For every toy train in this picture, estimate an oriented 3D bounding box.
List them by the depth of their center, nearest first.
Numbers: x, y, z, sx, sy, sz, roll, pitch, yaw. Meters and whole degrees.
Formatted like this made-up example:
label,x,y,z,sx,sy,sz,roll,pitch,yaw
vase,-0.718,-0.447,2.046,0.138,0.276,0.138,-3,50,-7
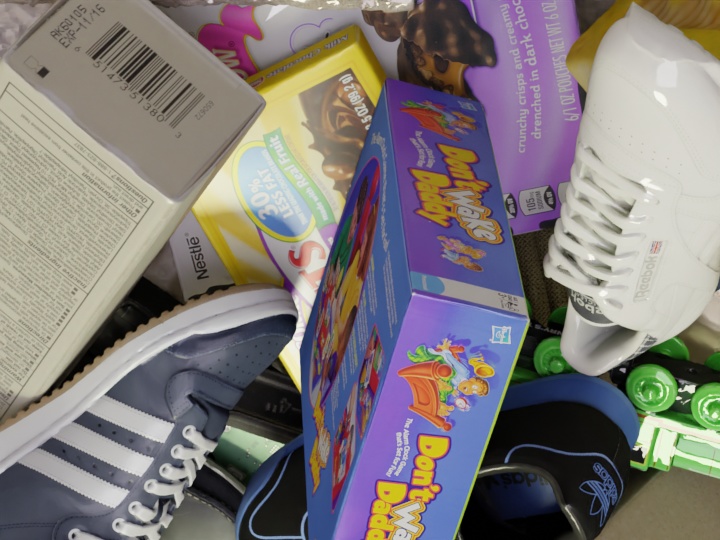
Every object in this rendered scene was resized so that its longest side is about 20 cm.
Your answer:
label,x,y,z,sx,sy,sz,roll,pitch,yaw
toy train,0.132,0.059,1.101,0.199,0.042,0.057,16,121,10

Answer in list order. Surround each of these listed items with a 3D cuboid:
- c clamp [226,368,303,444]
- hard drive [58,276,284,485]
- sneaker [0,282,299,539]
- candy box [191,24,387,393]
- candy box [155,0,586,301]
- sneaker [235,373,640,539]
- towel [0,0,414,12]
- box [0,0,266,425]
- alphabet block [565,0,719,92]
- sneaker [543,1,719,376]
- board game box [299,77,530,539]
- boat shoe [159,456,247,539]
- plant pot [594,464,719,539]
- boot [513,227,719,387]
label,x,y,z,sx,sy,sz,roll,pitch,yaw
c clamp,-0.051,0.129,1.184,0.199,0.027,0.172,13,77,-23
hard drive,-0.104,0.086,1.239,0.200,0.038,0.140,35,110,-13
sneaker,-0.094,0.096,1.098,0.199,0.070,0.109,-32,69,7
candy box,0.000,0.000,1.130,0.102,0.026,0.200,-24,115,14
candy box,-0.001,-0.091,1.140,0.199,0.072,0.169,-12,114,5
sneaker,0.022,0.102,1.097,0.199,0.078,0.070,-21,114,30
towel,-0.065,-0.171,1.073,0.199,0.034,0.133,1,72,10
box,-0.131,-0.023,1.087,0.095,0.078,0.200,40,137,-2
alphabet block,0.240,-0.075,1.053,0.196,0.195,0.200,-46,110,-12
sneaker,0.109,-0.024,0.998,0.080,0.076,0.200,-39,152,-13
board game box,0.016,0.027,1.017,0.045,0.200,0.135,13,115,-9
boat shoe,-0.134,0.105,1.195,0.199,0.062,0.075,22,110,-11
plant pot,0.107,0.183,1.167,0.199,0.200,0.178,-10,111,50
boot,0.152,0.047,1.201,0.155,0.073,0.201,-18,111,8
